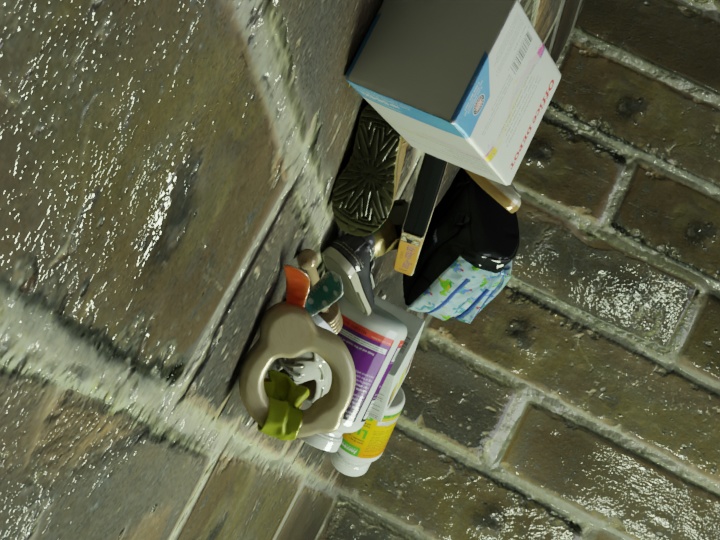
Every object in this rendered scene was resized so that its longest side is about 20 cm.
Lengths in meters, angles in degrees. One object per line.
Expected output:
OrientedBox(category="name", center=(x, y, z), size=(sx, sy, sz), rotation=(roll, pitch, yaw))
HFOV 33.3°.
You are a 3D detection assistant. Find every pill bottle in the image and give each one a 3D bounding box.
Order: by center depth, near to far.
OrientedBox(category="pill bottle", center=(-0.024, 0.141, 1.648), size=(0.201, 0.112, 0.112), rotation=(-64, 172, 5))
OrientedBox(category="pill bottle", center=(0.007, 0.309, 2.378), size=(0.111, 0.110, 0.201), rotation=(-52, 166, -56))

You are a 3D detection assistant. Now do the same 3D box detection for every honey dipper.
OrientedBox(category="honey dipper", center=(-0.047, 0.025, 1.353), size=(0.038, 0.038, 0.200), rotation=(-61, 165, -17))

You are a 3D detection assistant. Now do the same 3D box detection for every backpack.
OrientedBox(category="backpack", center=(0.127, -0.017, 1.569), size=(0.200, 0.153, 0.164), rotation=(-40, -143, 38))

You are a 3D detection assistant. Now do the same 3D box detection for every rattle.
OrientedBox(category="rattle", center=(-0.069, 0.069, 1.297), size=(0.143, 0.129, 0.202), rotation=(-73, 159, -70))

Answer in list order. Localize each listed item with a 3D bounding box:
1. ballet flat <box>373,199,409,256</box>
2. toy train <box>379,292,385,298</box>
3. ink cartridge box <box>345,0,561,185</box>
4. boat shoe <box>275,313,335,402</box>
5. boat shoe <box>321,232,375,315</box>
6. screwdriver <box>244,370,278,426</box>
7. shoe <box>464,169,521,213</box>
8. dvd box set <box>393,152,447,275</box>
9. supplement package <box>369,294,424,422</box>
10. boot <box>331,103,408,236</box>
OrientedBox(category="ballet flat", center=(0.046, -0.061, 1.581), size=(0.063, 0.069, 0.200), rotation=(-42, 180, 20))
OrientedBox(category="toy train", center=(0.016, 0.146, 2.125), size=(0.201, 0.055, 0.150), rotation=(-61, 172, -14))
OrientedBox(category="ink cartridge box", center=(0.098, -0.180, 1.160), size=(0.129, 0.125, 0.200), rotation=(-63, 153, -4))
OrientedBox(category="boat shoe", center=(-0.064, 0.101, 1.396), size=(0.070, 0.071, 0.200), rotation=(-46, 160, -15))
OrientedBox(category="boat shoe", center=(0.000, 0.000, 1.468), size=(0.063, 0.073, 0.200), rotation=(-47, 165, -9))
OrientedBox(category="screwdriver", center=(-0.084, 0.101, 1.450), size=(0.201, 0.028, 0.029), rotation=(-60, -159, -14))
OrientedBox(category="shoe", center=(0.142, -0.159, 1.483), size=(0.053, 0.201, 0.070), rotation=(-40, 159, 17))
OrientedBox(category="dvd box set", center=(0.076, -0.085, 1.441), size=(0.200, 0.029, 0.148), rotation=(95, 12, -79))
OrientedBox(category="supplement package", center=(0.021, 0.142, 1.942), size=(0.114, 0.109, 0.200), rotation=(-59, 171, -26))
OrientedBox(category="boot", center=(0.045, -0.151, 1.339), size=(0.200, 0.066, 0.176), rotation=(-55, 168, -54))
